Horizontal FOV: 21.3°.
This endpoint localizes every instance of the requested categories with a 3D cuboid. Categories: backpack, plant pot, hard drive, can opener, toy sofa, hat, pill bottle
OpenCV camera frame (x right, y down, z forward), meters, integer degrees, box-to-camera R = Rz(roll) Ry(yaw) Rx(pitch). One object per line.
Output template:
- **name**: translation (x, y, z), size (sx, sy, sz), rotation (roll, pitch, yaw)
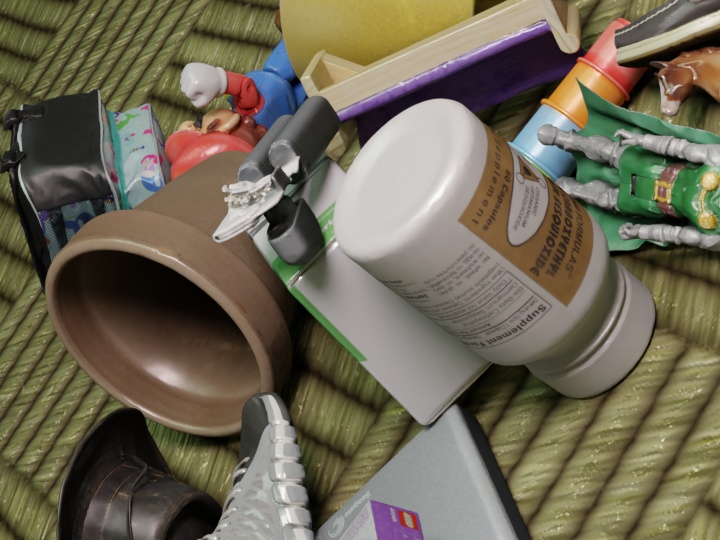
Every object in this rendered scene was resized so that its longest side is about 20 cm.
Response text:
- **backpack**: translation (-0.224, -0.040, 1.659), size (0.149, 0.201, 0.178), rotation (-8, 33, -6)
- **plant pot**: translation (-0.117, 0.001, 1.498), size (0.200, 0.201, 0.175), rotation (-18, 28, 44)
- **hard drive**: translation (0.046, 0.194, 1.212), size (0.140, 0.033, 0.200), rotation (-45, 32, 15)
- **can opener**: translation (-0.050, -0.057, 1.253), size (0.052, 0.067, 0.200), rotation (-30, 17, 21)
- **plant pot**: translation (0.049, -0.223, 1.493), size (0.141, 0.200, 0.201), rotation (13, 68, 27)
- **toy sofa**: translation (0.065, -0.145, 1.390), size (0.199, 0.098, 0.083), rotation (-23, 16, 15)
- **hat**: translation (-0.142, 0.189, 1.368), size (0.080, 0.201, 0.202), rotation (-1, 53, 16)
- **pill bottle**: translation (0.089, -0.007, 1.187), size (0.114, 0.200, 0.115), rotation (-34, 36, 29)

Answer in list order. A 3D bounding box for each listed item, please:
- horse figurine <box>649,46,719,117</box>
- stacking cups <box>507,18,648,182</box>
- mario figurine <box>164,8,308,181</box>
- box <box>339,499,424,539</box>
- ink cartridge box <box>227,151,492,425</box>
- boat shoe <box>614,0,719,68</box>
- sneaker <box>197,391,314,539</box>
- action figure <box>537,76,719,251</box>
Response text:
- **horse figurine**: translation (0.275, -0.117, 1.191), size (0.200, 0.050, 0.133), rotation (-32, 43, 36)
- **stacking cups**: translation (0.131, -0.091, 1.345), size (0.200, 0.060, 0.060), rotation (-55, 31, -1)
- **mario figurine**: translation (-0.106, -0.140, 1.634), size (0.106, 0.124, 0.200), rotation (-18, 29, 52)
- **box**: translation (-0.017, 0.258, 1.170), size (0.200, 0.039, 0.137), rotation (-56, 28, 32)
- **ink cartridge box**: translation (0.000, 0.000, 1.324), size (0.084, 0.146, 0.200), rotation (-44, 24, 1)
- **boat shoe**: translation (0.251, -0.192, 1.256), size (0.200, 0.072, 0.066), rotation (-22, 83, 34)
- **sneaker**: translation (-0.092, 0.171, 1.307), size (0.115, 0.075, 0.201), rotation (-7, 50, -8)
- **action figure**: translation (0.187, -0.055, 1.217), size (0.200, 0.054, 0.119), rotation (17, 112, 56)
